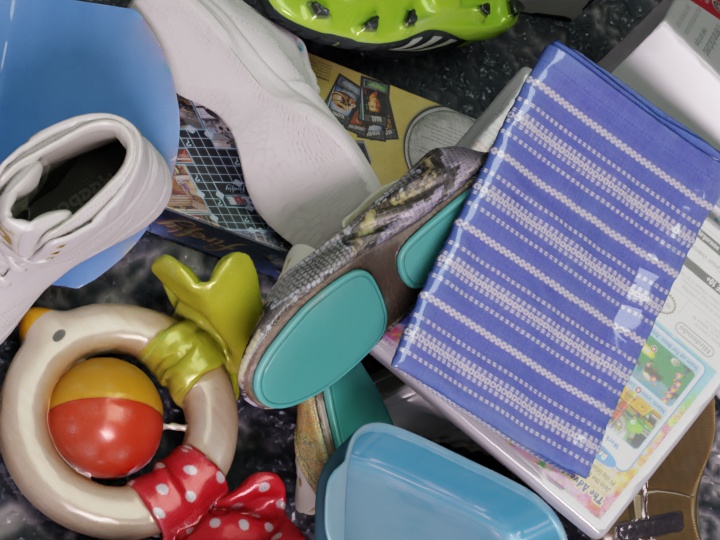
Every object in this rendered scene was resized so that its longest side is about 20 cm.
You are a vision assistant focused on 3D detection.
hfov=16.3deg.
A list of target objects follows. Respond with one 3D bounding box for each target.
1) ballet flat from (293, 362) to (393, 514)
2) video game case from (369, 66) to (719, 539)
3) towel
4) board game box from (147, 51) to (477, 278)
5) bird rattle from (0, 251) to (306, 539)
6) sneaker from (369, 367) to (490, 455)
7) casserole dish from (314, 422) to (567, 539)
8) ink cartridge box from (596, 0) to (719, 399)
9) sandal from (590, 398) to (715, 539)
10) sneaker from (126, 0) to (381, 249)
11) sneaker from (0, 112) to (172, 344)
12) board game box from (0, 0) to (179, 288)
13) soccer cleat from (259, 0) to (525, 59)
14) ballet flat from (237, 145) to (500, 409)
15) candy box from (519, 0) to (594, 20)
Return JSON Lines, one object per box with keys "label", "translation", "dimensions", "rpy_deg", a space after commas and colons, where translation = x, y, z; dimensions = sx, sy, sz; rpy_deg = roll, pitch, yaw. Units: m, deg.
{"label": "ballet flat", "translation": [0.003, 0.135, 1.378], "dimensions": [0.071, 0.071, 0.200], "rpy_deg": [-32, 96, -33]}
{"label": "video game case", "translation": [0.111, 0.017, 1.400], "dimensions": [0.200, 0.024, 0.182], "rpy_deg": [40, 79, 0]}
{"label": "towel", "translation": [0.112, -0.005, 1.349], "dimensions": [0.145, 0.024, 0.200], "rpy_deg": [33, 77, -30]}
{"label": "board game box", "translation": [-0.024, -0.056, 1.478], "dimensions": [0.200, 0.035, 0.136], "rpy_deg": [21, 61, -17]}
{"label": "bird rattle", "translation": [-0.114, 0.090, 1.357], "dimensions": [0.163, 0.113, 0.200], "rpy_deg": [6, 79, -11]}
{"label": "sneaker", "translation": [0.076, 0.077, 1.450], "dimensions": [0.200, 0.070, 0.080], "rpy_deg": [-16, 97, -24]}
{"label": "casserole dish", "translation": [0.041, 0.157, 1.327], "dimensions": [0.200, 0.039, 0.121], "rpy_deg": [27, 52, -39]}
{"label": "ink cartridge box", "translation": [0.211, -0.048, 1.495], "dimensions": [0.200, 0.145, 0.145], "rpy_deg": [44, 23, -3]}
{"label": "sandal", "translation": [0.165, 0.128, 1.460], "dimensions": [0.080, 0.054, 0.200], "rpy_deg": [-6, 98, -6]}
{"label": "sneaker", "translation": [-0.043, -0.095, 1.431], "dimensions": [0.200, 0.075, 0.088], "rpy_deg": [51, 31, -5]}
{"label": "sneaker", "translation": [-0.191, -0.013, 1.292], "dimensions": [0.200, 0.116, 0.074], "rpy_deg": [-39, 81, -4]}
{"label": "board game box", "translation": [-0.199, -0.073, 1.383], "dimensions": [0.200, 0.039, 0.158], "rpy_deg": [8, 81, -2]}
{"label": "soccer cleat", "translation": [0.010, -0.152, 1.494], "dimensions": [0.200, 0.081, 0.068], "rpy_deg": [-3, 72, -42]}
{"label": "ballet flat", "translation": [0.000, 0.000, 1.343], "dimensions": [0.200, 0.072, 0.072], "rpy_deg": [-38, 88, -21]}
{"label": "candy box", "translation": [0.080, -0.231, 1.527], "dimensions": [0.200, 0.168, 0.072], "rpy_deg": [7, 66, -23]}
